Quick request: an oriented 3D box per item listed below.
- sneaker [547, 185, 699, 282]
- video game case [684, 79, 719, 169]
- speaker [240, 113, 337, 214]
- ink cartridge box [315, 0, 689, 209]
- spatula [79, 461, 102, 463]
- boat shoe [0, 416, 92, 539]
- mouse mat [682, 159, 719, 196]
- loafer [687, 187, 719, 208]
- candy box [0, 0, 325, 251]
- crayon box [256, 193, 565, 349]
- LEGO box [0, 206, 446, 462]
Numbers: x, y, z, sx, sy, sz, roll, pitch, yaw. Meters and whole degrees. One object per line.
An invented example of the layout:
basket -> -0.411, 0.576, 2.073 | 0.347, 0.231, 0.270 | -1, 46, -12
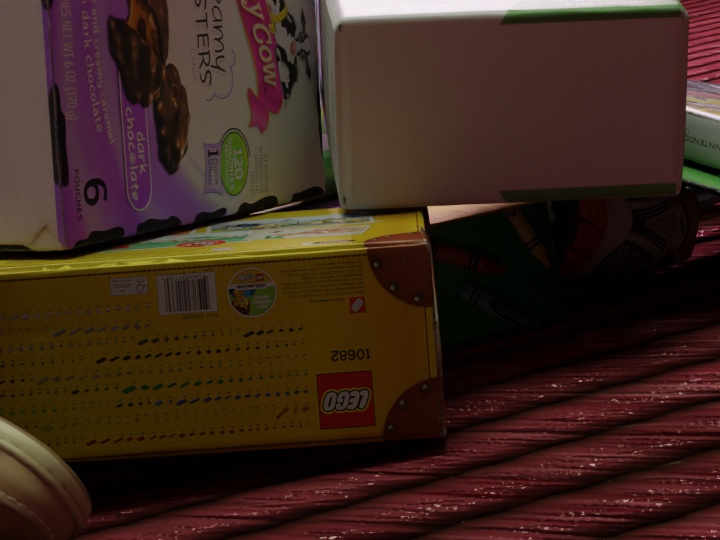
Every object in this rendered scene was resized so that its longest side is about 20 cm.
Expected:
sneaker -> 0.109, -0.024, 1.232 | 0.082, 0.078, 0.200 | 5, 7, -12
video game case -> 0.195, -0.070, 1.230 | 0.199, 0.026, 0.180 | 4, 11, -38
speaker -> -0.035, -0.074, 1.245 | 0.199, 0.089, 0.088 | -14, 10, -22
ink cartridge box -> 0.054, -0.099, 1.090 | 0.144, 0.085, 0.200 | -3, 20, -3
spatula -> -0.185, 0.080, 1.028 | 0.199, 0.021, 0.057 | -8, 6, 12
boat shoe -> -0.189, 0.084, 0.897 | 0.199, 0.071, 0.065 | 3, 49, 28
mouse mat -> 0.176, -0.043, 1.150 | 0.199, 0.008, 0.160 | 18, 12, 39
loafer -> 0.106, -0.050, 1.371 | 0.199, 0.063, 0.072 | -12, 9, -13
candy box -> -0.095, -0.103, 1.016 | 0.071, 0.169, 0.200 | 0, 8, 30
crayon box -> 0.000, 0.000, 1.197 | 0.118, 0.059, 0.200 | -13, 9, -20
LEGO box -> -0.068, 0.023, 0.991 | 0.198, 0.078, 0.149 | -4, 7, 2
